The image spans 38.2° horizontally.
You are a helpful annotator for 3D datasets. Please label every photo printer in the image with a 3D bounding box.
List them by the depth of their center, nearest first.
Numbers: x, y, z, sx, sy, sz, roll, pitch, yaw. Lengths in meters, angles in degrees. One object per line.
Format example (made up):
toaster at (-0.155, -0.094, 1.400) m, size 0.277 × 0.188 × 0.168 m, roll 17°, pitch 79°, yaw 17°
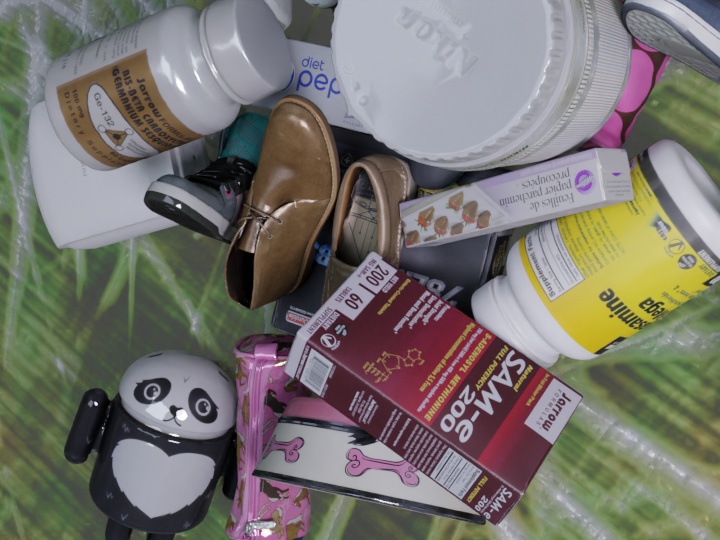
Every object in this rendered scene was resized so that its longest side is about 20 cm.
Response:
photo printer at (-0.254, -0.113, 1.063) m, size 0.200 × 0.069 × 0.166 m, roll -12°, pitch 87°, yaw 28°

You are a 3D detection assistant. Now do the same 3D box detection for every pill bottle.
pill bottle at (0.189, -0.002, 0.812) m, size 0.200 × 0.112 × 0.112 m, roll -37°, pitch 76°, yaw 25°
pill bottle at (-0.167, -0.168, 0.916) m, size 0.200 × 0.114 × 0.114 m, roll -16°, pitch 86°, yaw 24°

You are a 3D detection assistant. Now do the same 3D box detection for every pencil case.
pencil case at (0.201, -0.187, 0.804) m, size 0.091 × 0.094 × 0.200 m, roll 30°, pitch 107°, yaw 24°
pencil case at (-0.083, 0.156, 0.970) m, size 0.087 × 0.083 × 0.200 m, roll -151°, pitch 63°, yaw -64°

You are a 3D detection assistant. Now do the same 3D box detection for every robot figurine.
robot figurine at (-0.193, 0.177, 1.017) m, size 0.125 × 0.150 × 0.200 m, roll 30°, pitch 107°, yaw 37°

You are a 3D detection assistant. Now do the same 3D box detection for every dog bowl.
dog bowl at (0.013, 0.159, 0.877) m, size 0.200 × 0.200 × 0.074 m, roll 6°, pitch 76°, yaw 27°

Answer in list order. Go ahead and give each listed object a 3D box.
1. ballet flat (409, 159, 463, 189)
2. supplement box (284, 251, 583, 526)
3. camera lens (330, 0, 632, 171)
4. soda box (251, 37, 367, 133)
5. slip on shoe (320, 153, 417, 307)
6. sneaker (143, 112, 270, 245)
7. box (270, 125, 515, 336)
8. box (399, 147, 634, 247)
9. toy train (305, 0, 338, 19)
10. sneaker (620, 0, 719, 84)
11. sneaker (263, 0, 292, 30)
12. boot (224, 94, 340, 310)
ballet flat at (0.091, -0.162, 0.850) m, size 0.073 × 0.073 × 0.200 m, roll 33°, pitch 91°, yaw 22°
supplement box at (0.055, 0.086, 0.791) m, size 0.200 × 0.109 × 0.061 m, roll 35°, pitch 142°, yaw 10°
camera lens at (0.088, -0.150, 0.703) m, size 0.160 × 0.200 × 0.160 m, roll 4°, pitch 99°, yaw 25°
soda box at (-0.027, -0.168, 0.943) m, size 0.200 × 0.063 × 0.068 m, roll 17°, pitch 101°, yaw 26°
slip on shoe at (0.000, 0.000, 0.887) m, size 0.076 × 0.061 × 0.200 m, roll 19°, pitch 101°, yaw 27°
sneaker at (-0.115, -0.087, 0.931) m, size 0.084 × 0.200 × 0.121 m, roll 20°, pitch 88°, yaw 15°
box at (0.030, -0.015, 0.933) m, size 0.200 × 0.050 × 0.199 m, roll 19°, pitch 101°, yaw 26°
box at (0.114, -0.053, 0.802) m, size 0.200 × 0.041 × 0.039 m, roll -13°, pitch 85°, yaw 48°
toy train at (-0.006, -0.264, 0.855) m, size 0.087 × 0.200 × 0.114 m, roll -18°, pitch 96°, yaw 27°
sneaker at (0.264, -0.207, 0.714) m, size 0.077 × 0.202 × 0.146 m, roll 34°, pitch 108°, yaw 39°
sneaker at (-0.080, -0.313, 0.946) m, size 0.080 × 0.070 × 0.200 m, roll -14°, pitch 73°, yaw 18°
boot at (-0.070, -0.050, 0.877) m, size 0.074 × 0.075 × 0.200 m, roll 27°, pitch 127°, yaw 21°
